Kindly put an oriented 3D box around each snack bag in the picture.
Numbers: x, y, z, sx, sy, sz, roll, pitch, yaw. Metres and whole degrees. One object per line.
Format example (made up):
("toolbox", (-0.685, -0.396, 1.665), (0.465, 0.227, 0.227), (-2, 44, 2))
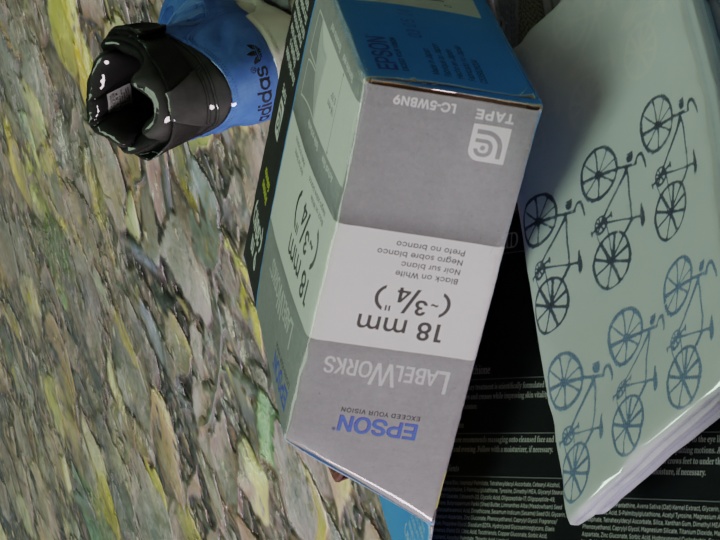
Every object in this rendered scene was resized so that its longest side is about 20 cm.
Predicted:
("snack bag", (0.109, -0.047, 0.756), (0.200, 0.021, 0.189), (-44, 41, 45))

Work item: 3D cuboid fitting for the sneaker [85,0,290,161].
("sneaker", (-0.109, -0.116, 1.407), (0.200, 0.111, 0.077), (-142, 40, -62))

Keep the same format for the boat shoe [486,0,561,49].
("boat shoe", (0.065, -0.115, 0.922), (0.065, 0.074, 0.202), (5, 122, 32))

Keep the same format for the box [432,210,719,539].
("box", (0.105, 0.048, 0.832), (0.200, 0.079, 0.141), (-6, 79, 61))

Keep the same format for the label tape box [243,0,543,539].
("label tape box", (0.000, 0.000, 0.890), (0.144, 0.063, 0.200), (-108, 27, -62))

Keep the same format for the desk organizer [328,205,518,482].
("desk organizer", (0.024, 0.023, 1.131), (0.077, 0.072, 0.200), (66, 160, 15))
